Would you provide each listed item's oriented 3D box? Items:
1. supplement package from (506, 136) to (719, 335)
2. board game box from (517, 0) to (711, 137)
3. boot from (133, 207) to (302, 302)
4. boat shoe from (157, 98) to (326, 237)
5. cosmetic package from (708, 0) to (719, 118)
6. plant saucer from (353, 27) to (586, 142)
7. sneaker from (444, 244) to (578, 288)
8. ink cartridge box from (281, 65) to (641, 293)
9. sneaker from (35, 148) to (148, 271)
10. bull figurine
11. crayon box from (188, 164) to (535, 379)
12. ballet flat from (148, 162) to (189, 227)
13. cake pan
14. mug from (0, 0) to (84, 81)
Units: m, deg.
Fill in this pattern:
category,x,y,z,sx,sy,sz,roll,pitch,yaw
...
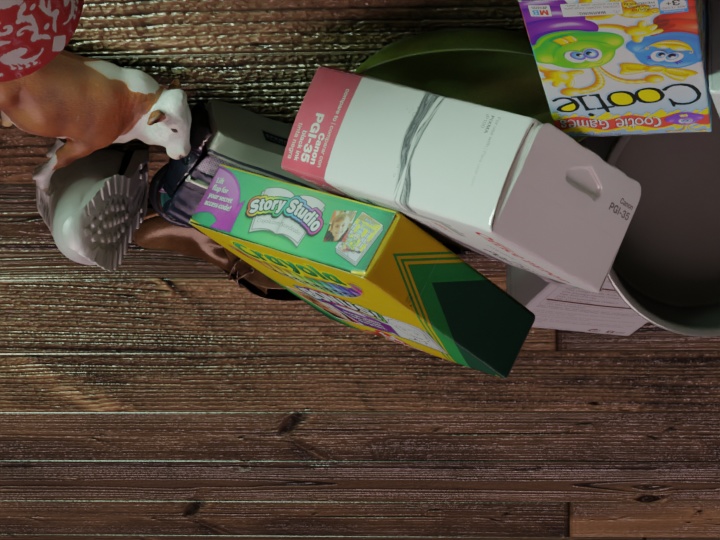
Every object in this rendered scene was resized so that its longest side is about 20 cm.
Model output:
category,x,y,z,sx,sy,sz,roll,pitch,yaw
supplement package,0.200,-0.032,1.573,0.117,0.117,0.200,6,160,-13
board game box,0.160,-0.168,1.202,0.103,0.105,0.200,-2,160,13
boot,-0.106,-0.017,1.709,0.200,0.076,0.074,4,163,-3
boat shoe,-0.064,-0.061,1.533,0.200,0.075,0.093,21,121,-27
cosmetic package,0.339,-0.124,1.253,0.199,0.123,0.200,-6,153,20
plant saucer,0.083,-0.131,1.428,0.200,0.031,0.200,2,161,1
sneaker,0.089,-0.030,1.460,0.140,0.078,0.200,-6,-165,-7
ink cartridge box,0.069,-0.064,1.342,0.200,0.083,0.146,20,176,42
sneaker,-0.218,-0.050,1.519,0.080,0.077,0.200,8,-166,2
bull figurine,-0.221,-0.118,1.419,0.200,0.065,0.121,23,126,-34
crayon box,0.000,0.000,1.425,0.200,0.058,0.172,17,167,47
ballet flat,-0.075,-0.066,1.592,0.200,0.073,0.073,0,162,-15
cake pan,0.260,-0.051,1.439,0.200,0.201,0.037,8,-166,-17
mug,-0.217,-0.193,1.132,0.177,0.134,0.200,1,164,7
